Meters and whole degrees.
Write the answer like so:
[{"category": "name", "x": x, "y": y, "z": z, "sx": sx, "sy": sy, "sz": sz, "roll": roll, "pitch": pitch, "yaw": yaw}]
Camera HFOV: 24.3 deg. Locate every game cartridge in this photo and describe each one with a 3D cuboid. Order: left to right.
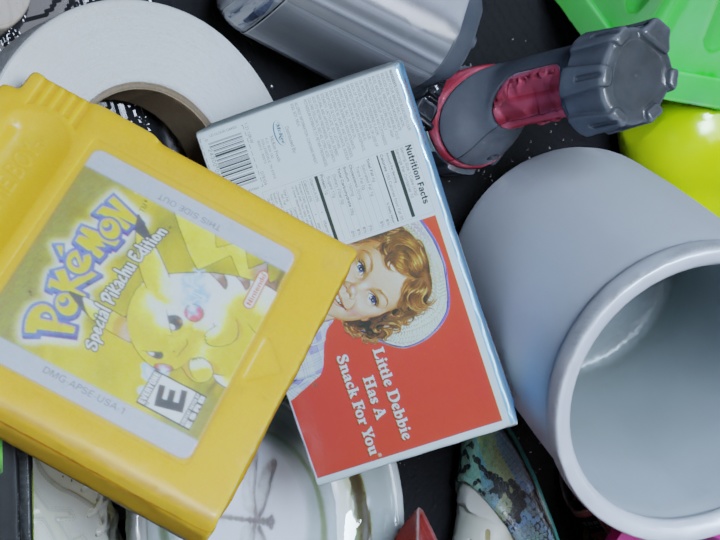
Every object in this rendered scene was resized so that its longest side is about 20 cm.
[{"category": "game cartridge", "x": -0.122, "y": 0.011, "z": 0.802, "sx": 0.199, "sy": 0.032, "sz": 0.177, "roll": 29, "pitch": 56, "yaw": -3}]

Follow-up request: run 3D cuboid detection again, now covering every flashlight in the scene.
[{"category": "flashlight", "x": 0.098, "y": -0.094, "z": 0.963, "sx": 0.068, "sy": 0.200, "sz": 0.068, "roll": -19, "pitch": 98, "yaw": -26}]

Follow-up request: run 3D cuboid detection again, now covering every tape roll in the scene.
[{"category": "tape roll", "x": -0.124, "y": -0.046, "z": 0.915, "sx": 0.202, "sy": 0.037, "sz": 0.205, "roll": 5, "pitch": 81, "yaw": -37}]

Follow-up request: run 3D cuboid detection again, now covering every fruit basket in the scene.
[{"category": "fruit basket", "x": 0.220, "y": -0.128, "z": 1.089, "sx": 0.214, "sy": 0.156, "sz": 0.217, "roll": -13, "pitch": 135, "yaw": -13}]

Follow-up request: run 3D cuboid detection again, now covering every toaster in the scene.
[{"category": "toaster", "x": 0.000, "y": -0.186, "z": 0.958, "sx": 0.128, "sy": 0.113, "sz": 0.202, "roll": 22, "pitch": 70, "yaw": -22}]

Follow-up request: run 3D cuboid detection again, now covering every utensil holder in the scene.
[{"category": "utensil holder", "x": 0.156, "y": 0.032, "z": 0.964, "sx": 0.168, "sy": 0.200, "sz": 0.171, "roll": -6, "pitch": 113, "yaw": -13}]

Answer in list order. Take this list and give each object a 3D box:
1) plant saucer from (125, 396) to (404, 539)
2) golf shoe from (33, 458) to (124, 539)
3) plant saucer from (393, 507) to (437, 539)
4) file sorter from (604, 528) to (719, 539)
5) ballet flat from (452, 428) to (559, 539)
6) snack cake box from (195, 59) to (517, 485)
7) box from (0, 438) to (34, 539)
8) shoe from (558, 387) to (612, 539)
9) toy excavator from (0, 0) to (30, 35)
[{"category": "plant saucer", "x": -0.060, "y": 0.140, "z": 0.938, "sx": 0.199, "sy": 0.050, "sz": 0.202, "roll": 10, "pitch": 76, "yaw": -44}, {"category": "golf shoe", "x": -0.159, "y": 0.113, "z": 0.864, "sx": 0.091, "sy": 0.076, "sz": 0.200, "roll": -32, "pitch": 120, "yaw": 12}, {"category": "plant saucer", "x": 0.049, "y": 0.272, "z": 0.935, "sx": 0.036, "sy": 0.200, "sz": 0.201, "roll": -15, "pitch": 125, "yaw": 13}, {"category": "file sorter", "x": 0.207, "y": 0.227, "z": 0.976, "sx": 0.139, "sy": 0.125, "sz": 0.201, "roll": 41, "pitch": 77, "yaw": -18}, {"category": "ballet flat", "x": 0.094, "y": 0.186, "z": 1.028, "sx": 0.074, "sy": 0.074, "sz": 0.201, "roll": -29, "pitch": 100, "yaw": -26}, {"category": "snack cake box", "x": 0.000, "y": 0.000, "z": 0.898, "sx": 0.114, "sy": 0.067, "sz": 0.202, "roll": -18, "pitch": 97, "yaw": 5}, {"category": "box", "x": -0.255, "y": 0.158, "z": 0.797, "sx": 0.198, "sy": 0.048, "sz": 0.195, "roll": 0, "pitch": 98, "yaw": -9}, {"category": "shoe", "x": 0.173, "y": 0.176, "z": 1.073, "sx": 0.090, "sy": 0.071, "sz": 0.202, "roll": 11, "pitch": 79, "yaw": -26}, {"category": "toy excavator", "x": -0.274, "y": -0.112, "z": 0.827, "sx": 0.193, "sy": 0.100, "sz": 0.202, "roll": 24, "pitch": 69, "yaw": -27}]
